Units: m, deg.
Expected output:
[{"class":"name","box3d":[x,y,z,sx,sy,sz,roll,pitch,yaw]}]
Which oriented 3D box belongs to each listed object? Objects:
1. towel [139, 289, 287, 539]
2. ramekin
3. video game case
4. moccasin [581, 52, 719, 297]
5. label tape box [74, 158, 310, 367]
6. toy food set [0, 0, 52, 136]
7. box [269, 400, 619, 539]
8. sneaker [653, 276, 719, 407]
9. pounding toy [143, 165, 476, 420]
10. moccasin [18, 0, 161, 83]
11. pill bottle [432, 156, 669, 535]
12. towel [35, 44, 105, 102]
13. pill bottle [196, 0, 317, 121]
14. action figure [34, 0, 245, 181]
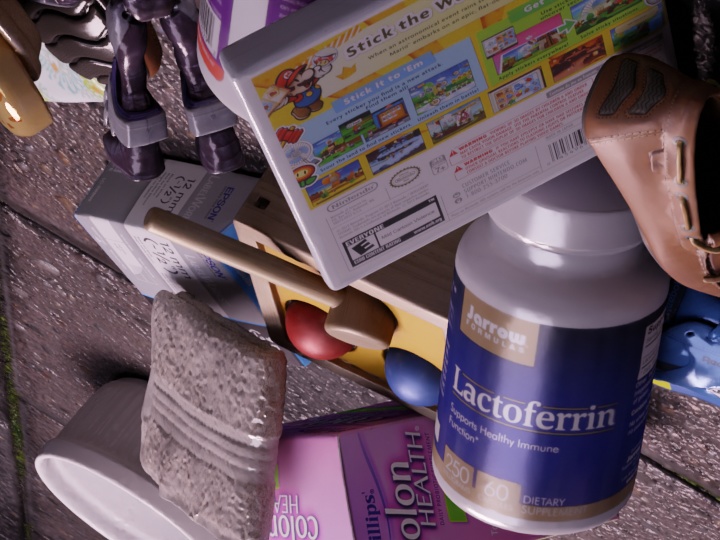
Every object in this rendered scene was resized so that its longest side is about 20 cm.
[{"class":"towel","box3d":[-0.101,0.094,1.499,0.034,0.133,0.200,1,-170,-25]},{"class":"ramekin","box3d":[-0.181,0.185,2.049,0.200,0.105,0.200,29,158,13]},{"class":"video game case","box3d":[0.049,-0.088,1.056,0.023,0.200,0.182,61,177,34]},{"class":"moccasin","box3d":[0.177,-0.040,1.113,0.078,0.074,0.201,16,157,33]},{"class":"label tape box","box3d":[-0.081,-0.003,1.570,0.200,0.066,0.143,15,152,41]},{"class":"toy food set","box3d":[-0.248,-0.164,1.231,0.198,0.049,0.200,36,170,41]},{"class":"box","box3d":[0.035,0.137,1.508,0.176,0.200,0.097,-9,92,61]},{"class":"sneaker","box3d":[0.208,0.040,1.247,0.200,0.066,0.078,17,160,39]},{"class":"pounding toy","box3d":[0.000,0.000,1.356,0.184,0.142,0.200,25,157,20]},{"class":"moccasin","box3d":[-0.168,-0.188,1.279,0.074,0.078,0.201,-5,133,38]},{"class":"pill bottle","box3d":[0.103,0.032,1.226,0.116,0.116,0.200,22,124,27]},{"class":"towel","box3d":[-0.242,-0.172,1.458,0.200,0.048,0.171,7,146,49]},{"class":"pill bottle","box3d":[-0.012,-0.165,1.031,0.111,0.111,0.200,28,140,14]},{"class":"action figure","box3d":[-0.114,-0.143,1.217,0.069,0.130,0.200,-113,14,-52]}]
